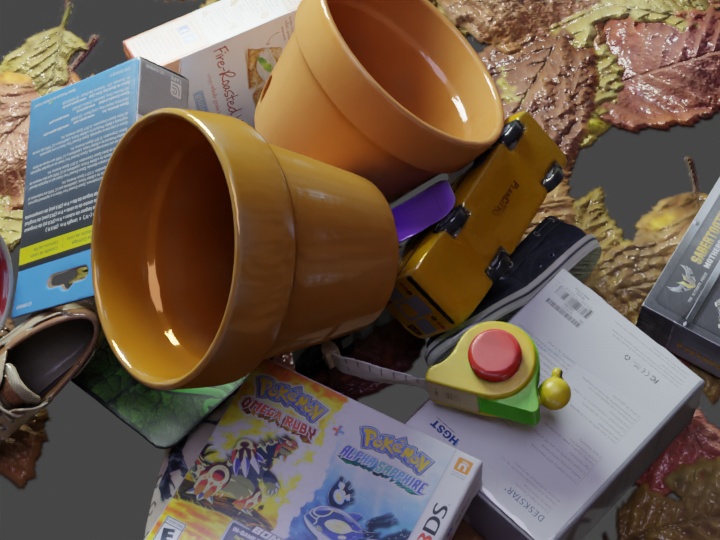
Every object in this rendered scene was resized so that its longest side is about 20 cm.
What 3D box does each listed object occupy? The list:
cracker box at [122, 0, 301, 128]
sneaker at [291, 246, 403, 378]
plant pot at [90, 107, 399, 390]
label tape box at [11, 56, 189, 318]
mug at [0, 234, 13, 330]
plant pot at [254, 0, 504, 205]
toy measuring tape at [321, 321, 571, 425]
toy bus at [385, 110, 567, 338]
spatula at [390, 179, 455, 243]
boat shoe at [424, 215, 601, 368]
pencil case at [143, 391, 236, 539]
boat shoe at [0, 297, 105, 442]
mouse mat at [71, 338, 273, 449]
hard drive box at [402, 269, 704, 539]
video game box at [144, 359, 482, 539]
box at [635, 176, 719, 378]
[{"bbox_3d":[-0.105,-0.182,1.380,0.198,0.135,0.058,-26,51,-12],"label":"cracker box"},{"bbox_3d":[0.009,0.006,1.307,0.199,0.067,0.091,-31,65,-13],"label":"sneaker"},{"bbox_3d":[-0.077,-0.014,1.144,0.182,0.201,0.202,1,50,-41],"label":"plant pot"},{"bbox_3d":[-0.219,-0.061,1.272,0.143,0.063,0.203,-13,67,38],"label":"label tape box"},{"bbox_3d":[-0.404,-0.010,1.246,0.197,0.180,0.134,3,28,21],"label":"mug"},{"bbox_3d":[0.003,-0.139,1.269,0.199,0.140,0.201,32,33,-24],"label":"plant pot"},{"bbox_3d":[0.071,0.067,1.181,0.198,0.074,0.074,14,60,16],"label":"toy measuring tape"},{"bbox_3d":[0.096,-0.040,1.253,0.065,0.078,0.201,44,56,-14],"label":"toy bus"},{"bbox_3d":[0.000,0.000,1.237,0.200,0.020,0.057,-45,27,14],"label":"spatula"},{"bbox_3d":[0.122,0.019,1.291,0.199,0.075,0.062,-37,65,-25],"label":"boat shoe"},{"bbox_3d":[-0.122,0.190,1.196,0.077,0.089,0.202,-22,47,41],"label":"pencil case"},{"bbox_3d":[-0.290,0.094,1.238,0.200,0.072,0.076,-46,104,-6],"label":"boat shoe"},{"bbox_3d":[-0.155,0.062,1.264,0.161,0.008,0.199,-41,40,-20],"label":"mouse mat"},{"bbox_3d":[0.154,0.124,1.224,0.200,0.077,0.156,-41,65,-20],"label":"hard drive box"},{"bbox_3d":[-0.033,0.182,1.125,0.198,0.047,0.183,24,58,14],"label":"video game box"},{"bbox_3d":[0.352,0.005,1.303,0.157,0.049,0.201,27,64,18],"label":"box"}]
